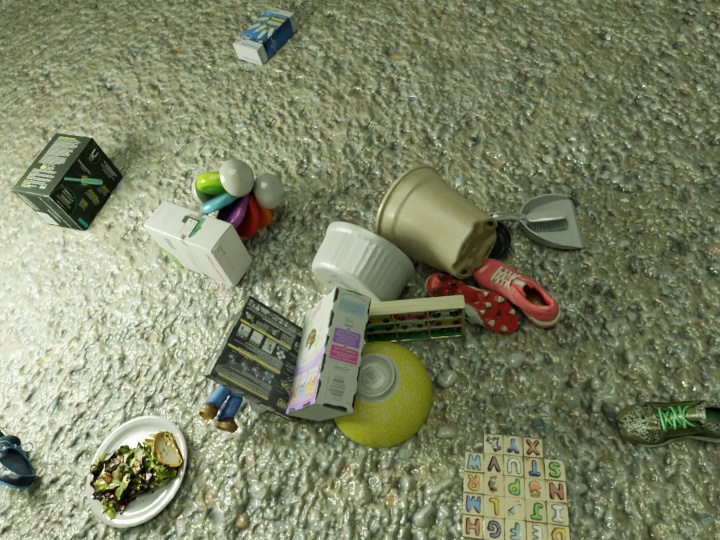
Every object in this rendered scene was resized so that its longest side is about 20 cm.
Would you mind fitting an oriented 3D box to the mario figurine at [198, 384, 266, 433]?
[{"bbox_3d":[-0.220,0.200,0.971,0.105,0.124,0.201,15,57,16],"label":"mario figurine"}]

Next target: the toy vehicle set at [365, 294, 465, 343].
[{"bbox_3d":[0.098,0.097,0.972,0.198,0.125,0.027,-6,57,8],"label":"toy vehicle set"}]

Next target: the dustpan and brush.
[{"bbox_3d":[0.367,-0.109,1.086,0.198,0.057,0.140,-4,57,9],"label":"dustpan and brush"}]

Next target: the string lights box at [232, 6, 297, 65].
[{"bbox_3d":[-0.301,-0.748,1.624,0.102,0.059,0.201,24,66,22],"label":"string lights box"}]

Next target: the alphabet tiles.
[{"bbox_3d":[0.253,0.374,0.836,0.165,0.006,0.201,2,59,12],"label":"alphabet tiles"}]

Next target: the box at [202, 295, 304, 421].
[{"bbox_3d":[-0.168,0.166,0.951,0.049,0.200,0.162,-21,41,51],"label":"box"}]

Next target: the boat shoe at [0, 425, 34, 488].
[{"bbox_3d":[-0.705,0.351,0.994,0.199,0.084,0.069,24,77,21],"label":"boat shoe"}]

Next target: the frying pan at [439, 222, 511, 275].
[{"bbox_3d":[0.247,-0.031,1.079,0.114,0.031,0.191,20,67,21],"label":"frying pan"}]

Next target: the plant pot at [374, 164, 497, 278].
[{"bbox_3d":[0.163,-0.083,1.017,0.200,0.201,0.183,-43,54,-16],"label":"plant pot"}]

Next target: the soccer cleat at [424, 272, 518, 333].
[{"bbox_3d":[0.217,0.064,1.005,0.199,0.085,0.069,25,80,0],"label":"soccer cleat"}]

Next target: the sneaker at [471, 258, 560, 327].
[{"bbox_3d":[0.302,0.027,0.989,0.200,0.087,0.074,36,81,26],"label":"sneaker"}]

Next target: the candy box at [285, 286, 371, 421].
[{"bbox_3d":[-0.058,0.151,0.893,0.071,0.168,0.201,18,65,-18],"label":"candy box"}]

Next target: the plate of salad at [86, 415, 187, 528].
[{"bbox_3d":[-0.423,0.368,0.950,0.199,0.048,0.201,-5,58,8],"label":"plate of salad"}]

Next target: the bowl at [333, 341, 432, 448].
[{"bbox_3d":[0.030,0.208,0.926,0.199,0.108,0.201,-5,57,8],"label":"bowl"}]

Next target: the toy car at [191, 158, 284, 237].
[{"bbox_3d":[-0.286,-0.154,1.173,0.174,0.199,0.151,-10,72,39],"label":"toy car"}]

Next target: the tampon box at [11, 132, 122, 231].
[{"bbox_3d":[-0.762,-0.233,1.336,0.125,0.150,0.201,10,60,16],"label":"tampon box"}]

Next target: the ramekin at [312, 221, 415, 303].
[{"bbox_3d":[0.000,0.000,1.014,0.200,0.201,0.098,22,72,23],"label":"ramekin"}]

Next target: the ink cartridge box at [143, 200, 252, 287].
[{"bbox_3d":[-0.361,-0.059,1.149,0.199,0.146,0.085,19,62,21],"label":"ink cartridge box"}]

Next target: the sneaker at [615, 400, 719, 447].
[{"bbox_3d":[0.520,0.236,0.821,0.198,0.089,0.077,-7,57,7],"label":"sneaker"}]
